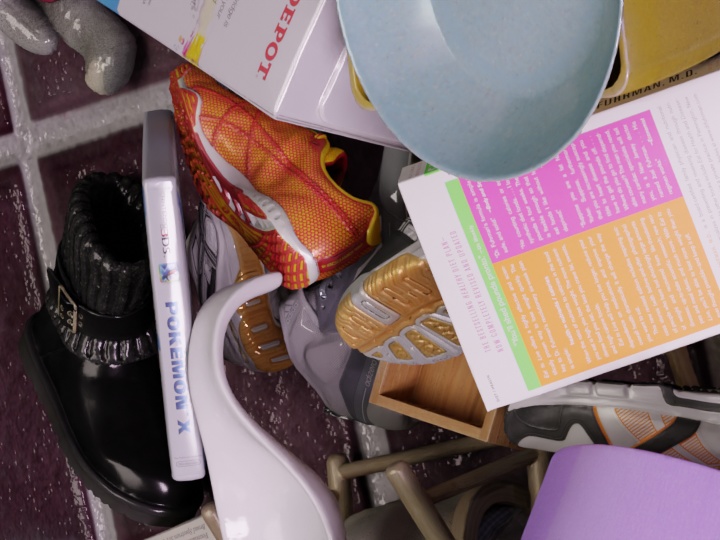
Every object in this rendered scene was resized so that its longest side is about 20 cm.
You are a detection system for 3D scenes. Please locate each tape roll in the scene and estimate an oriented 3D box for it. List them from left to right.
[{"bbox_3d":[0.181,0.159,1.460,0.200,0.200,0.066,6,68,48],"label":"tape roll"}]

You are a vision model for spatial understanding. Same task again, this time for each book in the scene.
[{"bbox_3d":[0.135,-0.023,1.455,0.200,0.048,0.134,-18,109,14],"label":"book"}]

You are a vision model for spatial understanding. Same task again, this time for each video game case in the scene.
[{"bbox_3d":[-0.113,0.010,1.723,0.200,0.022,0.183,-104,9,-75],"label":"video game case"}]

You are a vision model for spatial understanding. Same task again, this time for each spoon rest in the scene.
[{"bbox_3d":[-0.058,0.104,1.627,0.099,0.061,0.200,-19,81,50],"label":"spoon rest"}]

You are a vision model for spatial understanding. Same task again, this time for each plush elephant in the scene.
[{"bbox_3d":[-0.248,-0.225,1.896,0.200,0.155,0.165,40,126,36],"label":"plush elephant"}]

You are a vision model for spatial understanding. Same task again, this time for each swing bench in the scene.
[{"bbox_3d":[0.033,0.206,1.700,0.199,0.130,0.200,-16,91,48],"label":"swing bench"}]

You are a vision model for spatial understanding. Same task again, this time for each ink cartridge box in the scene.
[{"bbox_3d":[-0.031,-0.178,1.637,0.200,0.146,0.147,35,106,41],"label":"ink cartridge box"}]

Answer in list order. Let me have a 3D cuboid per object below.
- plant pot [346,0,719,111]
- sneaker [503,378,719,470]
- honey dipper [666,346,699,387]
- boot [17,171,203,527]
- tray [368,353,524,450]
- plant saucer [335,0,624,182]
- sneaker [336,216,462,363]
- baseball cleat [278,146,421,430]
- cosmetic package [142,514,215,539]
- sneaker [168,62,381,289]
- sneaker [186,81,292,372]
[{"bbox_3d":[0.115,-0.195,1.474,0.200,0.176,0.200,0,99,48],"label":"plant pot"},{"bbox_3d":[0.168,0.098,1.509,0.200,0.074,0.080,3,88,26],"label":"sneaker"},{"bbox_3d":[0.175,0.049,1.571,0.038,0.038,0.200,-33,71,47],"label":"honey dipper"},{"bbox_3d":[-0.155,0.053,1.910,0.211,0.079,0.158,52,133,29],"label":"boot"},{"bbox_3d":[0.076,-0.007,1.621,0.099,0.037,0.200,16,89,46],"label":"tray"},{"bbox_3d":[0.065,-0.145,1.378,0.201,0.039,0.201,13,108,46],"label":"plant saucer"},{"bbox_3d":[0.064,-0.026,1.565,0.200,0.076,0.088,-40,30,34],"label":"sneaker"},{"bbox_3d":[0.000,0.000,1.715,0.106,0.070,0.200,9,107,21],"label":"baseball cleat"},{"bbox_3d":[-0.073,0.258,1.870,0.105,0.071,0.200,-28,77,48],"label":"cosmetic package"},{"bbox_3d":[-0.054,-0.060,1.702,0.200,0.077,0.073,49,156,38],"label":"sneaker"},{"bbox_3d":[-0.084,-0.035,1.816,0.088,0.076,0.200,2,96,56],"label":"sneaker"}]
